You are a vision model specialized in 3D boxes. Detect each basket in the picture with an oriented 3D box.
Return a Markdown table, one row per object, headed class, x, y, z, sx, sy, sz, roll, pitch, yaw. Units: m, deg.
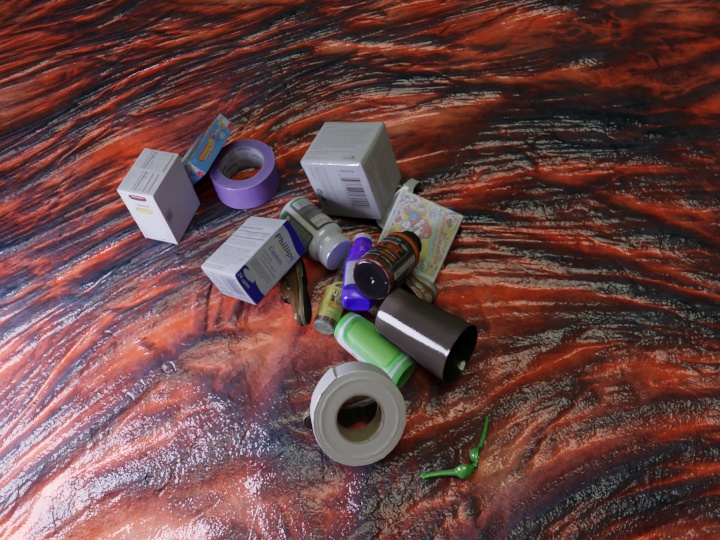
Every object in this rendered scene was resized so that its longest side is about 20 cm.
| class | x | y | z | sx | sy | sz | roll | pitch | yaw |
| --- | --- | --- | --- | --- | --- | --- | --- | --- | --- |
| basket | 0.141 | 0.137 | 1.238 | 0.198 | 0.181 | 0.137 | 31 | 74 | 29 |

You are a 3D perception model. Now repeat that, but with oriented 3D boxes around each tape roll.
| class | x | y | z | sx | sy | sz | roll | pitch | yaw |
| --- | --- | --- | --- | --- | --- | --- | --- | --- | --- |
| tape roll | -0.006 | 0.297 | 1.167 | 0.198 | 0.071 | 0.207 | -1 | 97 | -9 |
| tape roll | -0.341 | -0.286 | 1.647 | 0.195 | 0.086 | 0.203 | -2 | 57 | 3 |

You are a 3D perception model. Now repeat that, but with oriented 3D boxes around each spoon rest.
| class | x | y | z | sx | sy | sz | roll | pitch | yaw |
| --- | --- | --- | --- | --- | --- | --- | --- | --- | --- |
| spoon rest | 0.115 | -0.188 | 1.559 | 0.098 | 0.061 | 0.201 | 24 | 60 | 19 |

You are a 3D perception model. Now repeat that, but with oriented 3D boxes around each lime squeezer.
| class | x | y | z | sx | sy | sz | roll | pitch | yaw |
| --- | --- | --- | --- | --- | --- | --- | --- | --- | --- |
| lime squeezer | 0.224 | 0.396 | 1.182 | 0.199 | 0.038 | 0.070 | -37 | 29 | -18 |

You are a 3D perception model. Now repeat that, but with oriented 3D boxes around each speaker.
| class | x | y | z | sx | sy | sz | roll | pitch | yaw |
| --- | --- | --- | --- | --- | --- | --- | --- | --- | --- |
| speaker | 0.032 | 0.185 | 1.302 | 0.199 | 0.089 | 0.088 | 37 | 66 | 25 |

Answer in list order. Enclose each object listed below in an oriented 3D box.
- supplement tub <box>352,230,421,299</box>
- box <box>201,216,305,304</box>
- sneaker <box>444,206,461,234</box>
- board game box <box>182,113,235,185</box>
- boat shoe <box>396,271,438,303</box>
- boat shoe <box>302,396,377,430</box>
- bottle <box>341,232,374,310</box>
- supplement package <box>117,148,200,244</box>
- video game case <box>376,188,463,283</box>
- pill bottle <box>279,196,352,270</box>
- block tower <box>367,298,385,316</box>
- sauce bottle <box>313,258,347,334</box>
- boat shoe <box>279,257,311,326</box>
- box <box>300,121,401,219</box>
| class | x | y | z | sx | sy | sz | roll | pitch | yaw |
| --- | --- | --- | --- | --- | --- | --- | --- | --- | --- |
| supplement tub | 0.072 | -0.023 | 1.318 | 0.106 | 0.109 | 0.200 | 25 | 39 | 20 |
| box | -0.269 | -0.031 | 1.414 | 0.182 | 0.106 | 0.201 | 10 | 52 | 48 |
| sneaker | 0.175 | -0.099 | 1.489 | 0.197 | 0.070 | 0.079 | -23 | 74 | 2 |
| board game box | -0.471 | -0.334 | 1.634 | 0.056 | 0.194 | 0.203 | 36 | 55 | -24 |
| boat shoe | 0.098 | 0.029 | 1.400 | 0.198 | 0.077 | 0.072 | 28 | 47 | 22 |
| boat shoe | -0.034 | 0.302 | 1.244 | 0.196 | 0.073 | 0.068 | -9 | 38 | -10 |
| bottle | 0.000 | 0.000 | 1.375 | 0.082 | 0.066 | 0.203 | 3 | 55 | 2 |
| supplement package | -0.548 | -0.202 | 1.536 | 0.109 | 0.201 | 0.158 | 11 | 57 | 12 |
| video game case | 0.145 | -0.084 | 1.445 | 0.180 | 0.023 | 0.203 | 25 | 90 | 14 |
| pill bottle | -0.119 | -0.098 | 1.485 | 0.113 | 0.114 | 0.200 | -37 | 61 | -20 |
| block tower | 0.080 | 0.094 | 1.377 | 0.197 | 0.058 | 0.054 | 23 | 60 | 21 |
| sauce bottle | -0.060 | 0.060 | 1.404 | 0.063 | 0.065 | 0.203 | 11 | 59 | 12 |
| boat shoe | -0.167 | 0.061 | 1.408 | 0.067 | 0.073 | 0.202 | -14 | 47 | 3 |
| box | -0.020 | -0.275 | 1.521 | 0.197 | 0.200 | 0.173 | 9 | 55 | 29 |
